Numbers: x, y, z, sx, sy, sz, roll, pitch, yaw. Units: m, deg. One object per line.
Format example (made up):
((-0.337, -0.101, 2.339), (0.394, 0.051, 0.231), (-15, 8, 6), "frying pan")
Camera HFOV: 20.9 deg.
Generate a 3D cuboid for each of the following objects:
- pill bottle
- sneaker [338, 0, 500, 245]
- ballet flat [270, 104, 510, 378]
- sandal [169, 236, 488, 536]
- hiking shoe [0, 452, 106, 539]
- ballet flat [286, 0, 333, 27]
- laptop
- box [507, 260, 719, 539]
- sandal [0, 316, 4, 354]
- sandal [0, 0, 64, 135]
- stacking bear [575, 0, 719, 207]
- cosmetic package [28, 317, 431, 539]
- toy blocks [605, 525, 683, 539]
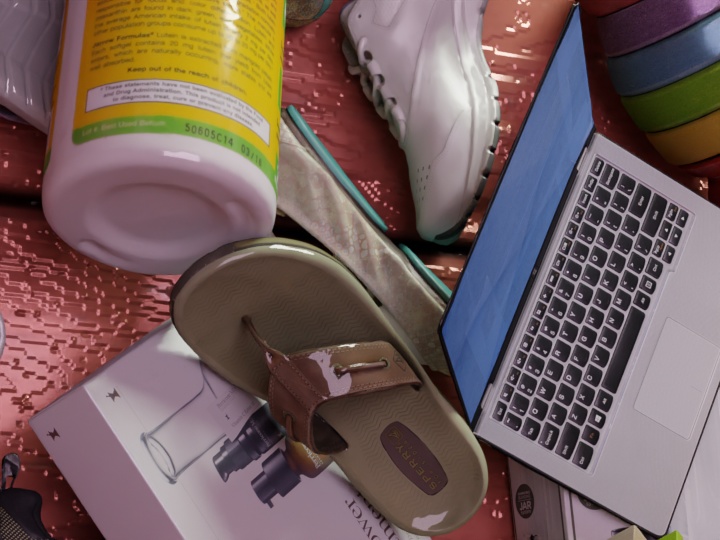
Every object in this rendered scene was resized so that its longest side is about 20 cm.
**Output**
((-0.092, -0.110, 0.958), (0.110, 0.111, 0.201), (13, 59, -20), "pill bottle")
((0.030, -0.110, 1.082), (0.086, 0.075, 0.202), (1, 71, -11), "sneaker")
((0.000, 0.000, 1.049), (0.062, 0.067, 0.200), (-41, 93, 3), "ballet flat")
((-0.006, 0.059, 0.939), (0.080, 0.057, 0.201), (-43, 112, 9), "sandal")
((-0.109, 0.173, 0.945), (0.199, 0.076, 0.101), (35, 71, -12), "hiking shoe")
((-0.073, -0.224, 1.054), (0.071, 0.071, 0.201), (-37, 94, -26), "ballet flat")
((0.132, 0.006, 0.998), (0.199, 0.116, 0.188), (30, 70, -14), "laptop")
((0.142, 0.097, 1.080), (0.116, 0.060, 0.202), (0, 78, -23), "box")
((-0.239, -0.032, 0.939), (0.203, 0.050, 0.082), (49, 65, -8), "sandal")
((-0.187, -0.110, 0.991), (0.202, 0.050, 0.083), (26, 54, -29), "sandal")
((0.212, -0.102, 1.132), (0.113, 0.121, 0.201), (-34, 100, -28), "stacking bear")
((-0.052, 0.116, 0.964), (0.201, 0.052, 0.151), (56, 39, -4), "cosmetic package")
((0.114, 0.225, 0.985), (0.137, 0.199, 0.100), (51, 22, -15), "toy blocks")
